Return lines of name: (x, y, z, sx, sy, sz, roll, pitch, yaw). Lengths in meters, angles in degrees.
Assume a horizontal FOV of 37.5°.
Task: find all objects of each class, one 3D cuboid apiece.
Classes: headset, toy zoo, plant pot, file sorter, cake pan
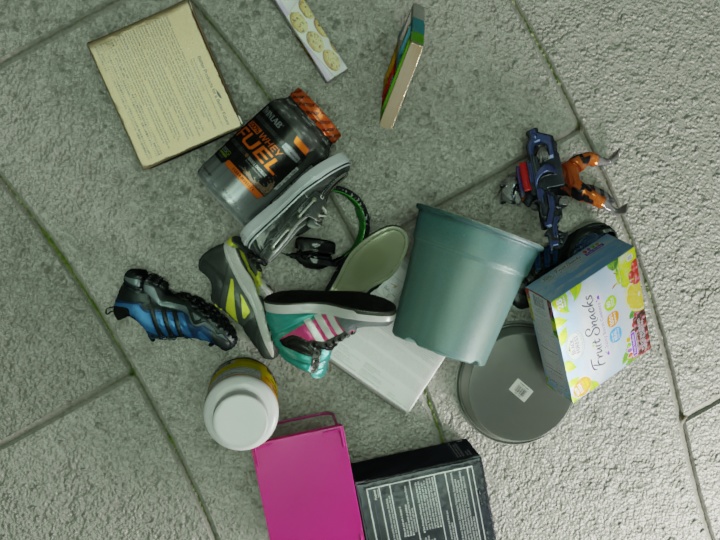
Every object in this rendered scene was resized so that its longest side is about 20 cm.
headset: (-0.076, -0.054, 1.597, 0.199, 0.094, 0.124, -21, 103, -16)
toy zoo: (0.061, -0.304, 1.541, 0.020, 0.200, 0.132, 18, 121, -7)
plant pot: (0.146, 0.026, 1.571, 0.199, 0.200, 0.197, 18, 91, -7)
file sorter: (-0.082, 0.331, 1.627, 0.138, 0.125, 0.201, -11, 98, -5)
cake pan: (0.252, 0.183, 1.685, 0.199, 0.037, 0.202, -1, 97, -5)

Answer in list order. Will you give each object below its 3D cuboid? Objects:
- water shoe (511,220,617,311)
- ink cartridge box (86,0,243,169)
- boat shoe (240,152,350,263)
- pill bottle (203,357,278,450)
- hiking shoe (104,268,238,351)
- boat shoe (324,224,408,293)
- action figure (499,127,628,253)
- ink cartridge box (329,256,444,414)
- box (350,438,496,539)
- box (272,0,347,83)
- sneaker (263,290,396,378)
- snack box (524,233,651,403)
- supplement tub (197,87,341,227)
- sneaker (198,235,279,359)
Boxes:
water shoe: (0.308, -0.010, 1.647, 0.200, 0.079, 0.072, -39, 98, 0)
ink cartridge box: (-0.285, -0.271, 1.567, 0.164, 0.075, 0.201, -23, 96, -4)
boat shoe: (-0.081, -0.087, 1.534, 0.200, 0.072, 0.071, -42, 83, -11)
pill bottle: (-0.175, 0.198, 1.566, 0.108, 0.200, 0.110, -1, 97, -5)
hiking shoe: (-0.281, 0.076, 1.615, 0.199, 0.074, 0.087, 30, 101, 2)
boat shoe: (0.002, 0.001, 1.608, 0.074, 0.066, 0.200, 28, 113, -13)
action figure: (0.307, -0.110, 1.628, 0.192, 0.105, 0.201, 1, 71, 0)
ink cartridge box: (0.061, 0.098, 1.662, 0.161, 0.050, 0.201, 36, 79, -8)
box: (0.099, 0.387, 1.650, 0.197, 0.123, 0.201, -11, 96, -5)
box: (-0.089, -0.374, 1.591, 0.041, 0.039, 0.201, -33, 98, -2)
sneaker: (-0.044, 0.099, 1.568, 0.199, 0.084, 0.122, 3, 110, 15)
snack box: (0.347, 0.073, 1.604, 0.168, 0.068, 0.201, -30, 123, -19)
supplement tub: (-0.132, -0.167, 1.569, 0.200, 0.123, 0.123, -43, 98, 0)
sneaker: (-0.180, 0.046, 1.623, 0.084, 0.074, 0.201, -17, 102, 20)
